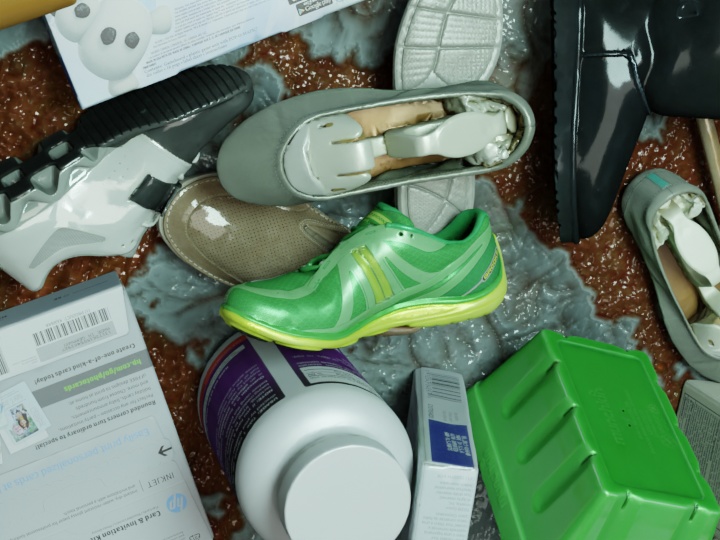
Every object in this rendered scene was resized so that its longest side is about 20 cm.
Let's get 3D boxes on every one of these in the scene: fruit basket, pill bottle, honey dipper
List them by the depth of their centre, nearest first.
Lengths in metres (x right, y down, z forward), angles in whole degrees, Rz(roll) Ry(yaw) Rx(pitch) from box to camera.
[{"bbox_3d":[-0.035,0.111,0.869,0.112,0.200,0.113,-5,107,-16],"label":"pill bottle"},{"bbox_3d":[0.152,0.174,0.960,0.155,0.216,0.216,13,101,-20],"label":"fruit basket"},{"bbox_3d":[0.250,-0.108,0.985,0.038,0.038,0.200,-22,111,-10],"label":"honey dipper"}]

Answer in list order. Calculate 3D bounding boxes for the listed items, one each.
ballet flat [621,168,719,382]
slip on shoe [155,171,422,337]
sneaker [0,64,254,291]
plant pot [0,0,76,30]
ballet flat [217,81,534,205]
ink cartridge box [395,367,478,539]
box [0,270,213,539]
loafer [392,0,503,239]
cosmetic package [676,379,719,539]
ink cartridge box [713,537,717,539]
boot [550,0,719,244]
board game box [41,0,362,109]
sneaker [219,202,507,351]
[{"bbox_3d":[0.256,0.015,1.007,0.067,0.064,0.200,-34,113,-5],"label":"ballet flat"},{"bbox_3d":[-0.042,-0.005,0.910,0.200,0.061,0.076,28,96,-22],"label":"slip on shoe"},{"bbox_3d":[-0.149,-0.059,0.862,0.200,0.074,0.089,-30,124,-5],"label":"sneaker"},{"bbox_3d":[-0.249,-0.192,0.707,0.183,0.200,0.201,-8,108,-9],"label":"plant pot"},{"bbox_3d":[0.012,-0.081,0.833,0.200,0.064,0.068,-12,106,-12],"label":"ballet flat"},{"bbox_3d":[0.042,0.190,0.919,0.041,0.200,0.200,9,104,-1],"label":"ink cartridge box"},{"bbox_3d":[-0.203,0.120,0.906,0.156,0.041,0.200,-21,109,-11],"label":"box"},{"bbox_3d":[0.049,-0.118,0.910,0.072,0.063,0.200,4,101,-14],"label":"loafer"},{"bbox_3d":[0.315,0.161,0.993,0.087,0.200,0.104,6,104,-18],"label":"cosmetic package"},{"bbox_3d":[0.229,0.271,1.082,0.200,0.044,0.094,-21,109,-11],"label":"ink cartridge box"},{"bbox_3d":[0.212,-0.115,0.923,0.162,0.073,0.199,0,105,7],"label":"boot"},{"bbox_3d":[-0.118,-0.229,0.829,0.200,0.043,0.199,-23,109,-10],"label":"board game box"},{"bbox_3d":[0.000,0.000,0.857,0.200,0.074,0.084,-11,105,-27],"label":"sneaker"}]
